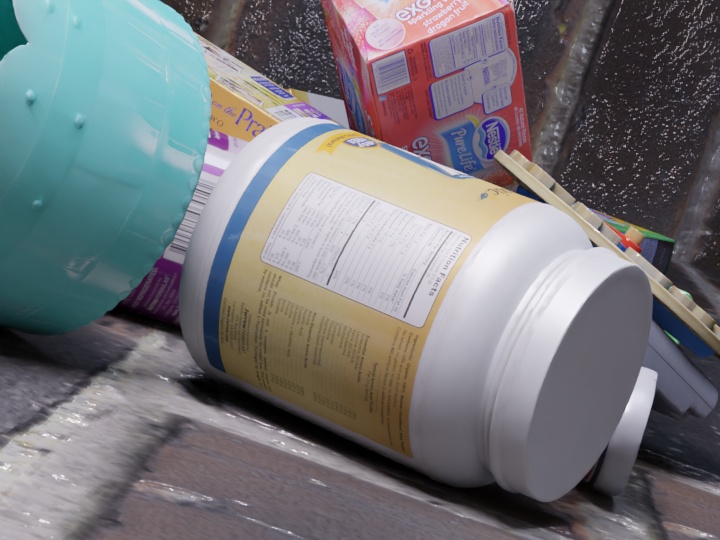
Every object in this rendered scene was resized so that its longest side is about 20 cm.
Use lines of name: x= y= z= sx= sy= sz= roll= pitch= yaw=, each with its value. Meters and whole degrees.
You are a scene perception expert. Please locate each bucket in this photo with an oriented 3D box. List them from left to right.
bucket: x=-0.178 y=-0.072 z=1.104 sx=0.135 sy=0.207 sz=0.207 roll=25 pitch=1 yaw=-43

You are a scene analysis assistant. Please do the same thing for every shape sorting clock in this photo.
shape sorting clock: x=0.159 y=-0.008 z=1.445 sx=0.200 sy=0.039 sz=0.200 roll=37 pitch=4 yaw=-3

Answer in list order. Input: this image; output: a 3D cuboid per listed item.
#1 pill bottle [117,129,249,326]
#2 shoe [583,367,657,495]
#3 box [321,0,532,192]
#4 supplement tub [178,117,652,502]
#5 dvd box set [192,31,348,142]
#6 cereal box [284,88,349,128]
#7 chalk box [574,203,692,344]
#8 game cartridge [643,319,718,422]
pill bottle: x=-0.160 y=-0.046 z=1.302 sx=0.200 sy=0.112 sz=0.112 roll=18 pitch=6 yaw=-13
shoe: x=0.106 y=0.074 z=1.307 sx=0.091 sy=0.072 sz=0.200 roll=18 pitch=1 yaw=-1
box: x=0.045 y=-0.119 z=1.511 sx=0.200 sy=0.103 sz=0.095 roll=75 pitch=-9 yaw=-54
supplement tub: x=0.027 y=0.020 z=1.157 sx=0.200 sy=0.145 sz=0.145 roll=23 pitch=7 yaw=26
dvd box set: x=-0.090 y=-0.112 z=1.418 sx=0.200 sy=0.029 sz=0.146 roll=32 pitch=9 yaw=4
cereal box: x=-0.015 y=-0.057 z=1.748 sx=0.039 sy=0.144 sz=0.200 roll=-19 pitch=-5 yaw=17
chalk box: x=0.130 y=0.013 z=1.628 sx=0.200 sy=0.125 sz=0.124 roll=22 pitch=6 yaw=30
game cartridge: x=0.118 y=0.023 z=1.441 sx=0.133 sy=0.042 sz=0.200 roll=48 pitch=-13 yaw=-35
